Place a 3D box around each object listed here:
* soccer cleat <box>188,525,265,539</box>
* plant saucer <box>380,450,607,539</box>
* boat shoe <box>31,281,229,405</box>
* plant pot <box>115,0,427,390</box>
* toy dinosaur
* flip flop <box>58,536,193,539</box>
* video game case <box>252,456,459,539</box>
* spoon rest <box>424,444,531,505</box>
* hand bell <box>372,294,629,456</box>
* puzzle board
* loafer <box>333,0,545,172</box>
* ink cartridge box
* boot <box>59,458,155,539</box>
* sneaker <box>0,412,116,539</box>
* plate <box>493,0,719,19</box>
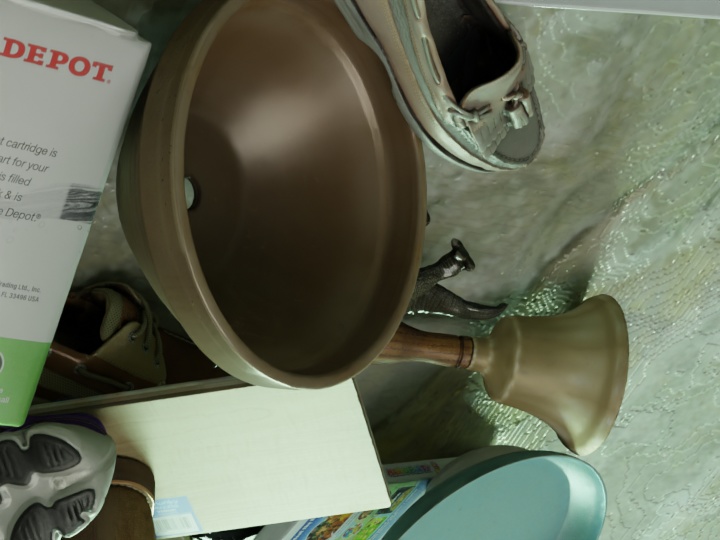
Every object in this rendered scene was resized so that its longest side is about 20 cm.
[{"bbox_3d":[-0.105,0.144,1.052,0.198,0.068,0.081,8,131,-34],"label":"soccer cleat"},{"bbox_3d":[0.074,0.190,1.084,0.199,0.027,0.201,-21,136,-22],"label":"plant saucer"},{"bbox_3d":[-0.146,0.047,0.929,0.198,0.076,0.074,11,125,-33],"label":"boat shoe"},{"bbox_3d":[-0.058,-0.041,0.829,0.092,0.203,0.201,-4,151,36],"label":"plant pot"},{"bbox_3d":[0.000,0.000,0.961,0.199,0.078,0.102,2,153,-43],"label":"toy dinosaur"},{"bbox_3d":[-0.190,0.169,1.043,0.081,0.058,0.199,-42,134,19],"label":"flip flop"},{"bbox_3d":[-0.005,0.181,1.122,0.199,0.018,0.143,2,135,-52],"label":"video game case"},{"bbox_3d":[0.067,0.188,1.132,0.099,0.061,0.201,-18,149,-33],"label":"spoon rest"},{"bbox_3d":[0.057,0.049,1.032,0.198,0.105,0.105,11,129,-15],"label":"hand bell"},{"bbox_3d":[-0.091,0.105,0.930,0.198,0.018,0.151,-8,143,6],"label":"puzzle board"},{"bbox_3d":[0.051,-0.112,0.844,0.200,0.062,0.072,46,65,-43],"label":"loafer"},{"bbox_3d":[-0.202,-0.042,0.757,0.144,0.084,0.202,12,105,-36],"label":"ink cartridge box"},{"bbox_3d":[-0.147,0.193,0.965,0.073,0.076,0.201,-3,144,-5],"label":"boot"},{"bbox_3d":[-0.220,0.122,0.855,0.198,0.083,0.081,-13,102,1],"label":"sneaker"},{"bbox_3d":[0.166,-0.215,0.804,0.198,0.033,0.201,3,133,-5],"label":"plate"}]
